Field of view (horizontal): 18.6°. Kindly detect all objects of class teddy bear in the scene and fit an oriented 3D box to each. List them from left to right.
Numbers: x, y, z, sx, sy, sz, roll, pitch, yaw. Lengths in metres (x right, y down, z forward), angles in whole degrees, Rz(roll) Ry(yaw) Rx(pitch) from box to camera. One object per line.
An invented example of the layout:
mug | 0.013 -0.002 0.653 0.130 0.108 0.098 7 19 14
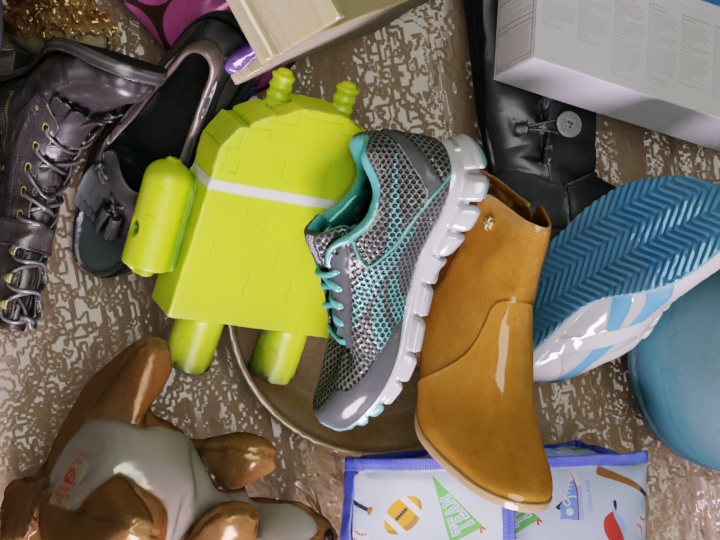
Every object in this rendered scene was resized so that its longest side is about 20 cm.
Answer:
teddy bear | -0.212 -0.215 1.358 0.067 0.145 0.200 -39 101 -24

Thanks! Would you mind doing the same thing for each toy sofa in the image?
toy sofa | -0.017 -0.187 1.353 0.200 0.098 0.083 -29 92 -54

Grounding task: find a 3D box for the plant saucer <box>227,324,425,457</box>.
plant saucer | 0.009 0.023 1.449 0.200 0.035 0.200 0 90 -10

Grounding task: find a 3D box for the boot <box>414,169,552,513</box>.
boot | 0.083 0.036 1.334 0.071 0.201 0.144 8 120 -31

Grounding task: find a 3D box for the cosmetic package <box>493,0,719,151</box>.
cosmetic package | 0.182 -0.141 1.425 0.200 0.051 0.083 15 71 -28

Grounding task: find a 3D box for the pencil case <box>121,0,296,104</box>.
pencil case | -0.121 -0.195 1.404 0.094 0.091 0.200 -39 96 25

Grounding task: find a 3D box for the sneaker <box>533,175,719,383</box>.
sneaker | 0.164 0.006 1.387 0.081 0.200 0.077 16 50 -48

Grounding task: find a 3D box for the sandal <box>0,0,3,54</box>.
sandal | -0.259 -0.115 1.343 0.045 0.075 0.200 1 123 -30

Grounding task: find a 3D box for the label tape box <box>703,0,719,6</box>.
label tape box | 0.253 -0.242 1.481 0.144 0.063 0.200 4 89 -10

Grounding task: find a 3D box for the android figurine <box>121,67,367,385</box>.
android figurine | -0.055 -0.027 1.362 0.182 0.041 0.200 7 109 -29

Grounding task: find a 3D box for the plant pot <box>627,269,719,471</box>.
plant pot | 0.305 0.063 1.398 0.200 0.188 0.200 -8 108 -24

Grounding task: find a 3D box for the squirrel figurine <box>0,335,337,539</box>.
squirrel figurine | -0.119 0.170 1.384 0.187 0.142 0.200 29 129 -33

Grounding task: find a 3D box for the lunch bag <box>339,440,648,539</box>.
lunch bag | 0.082 0.197 1.402 0.200 0.124 0.170 1 87 -25

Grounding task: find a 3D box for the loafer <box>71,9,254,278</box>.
loafer | -0.134 -0.074 1.368 0.072 0.063 0.200 34 114 4

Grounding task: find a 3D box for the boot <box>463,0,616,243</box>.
boot | 0.149 -0.103 1.465 0.165 0.066 0.200 2 75 -33

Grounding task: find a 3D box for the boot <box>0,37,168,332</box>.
boot | -0.192 -0.048 1.345 0.069 0.200 0.174 14 81 -34

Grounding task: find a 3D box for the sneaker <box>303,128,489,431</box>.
sneaker | 0.000 0.000 1.345 0.091 0.078 0.200 16 101 -26
